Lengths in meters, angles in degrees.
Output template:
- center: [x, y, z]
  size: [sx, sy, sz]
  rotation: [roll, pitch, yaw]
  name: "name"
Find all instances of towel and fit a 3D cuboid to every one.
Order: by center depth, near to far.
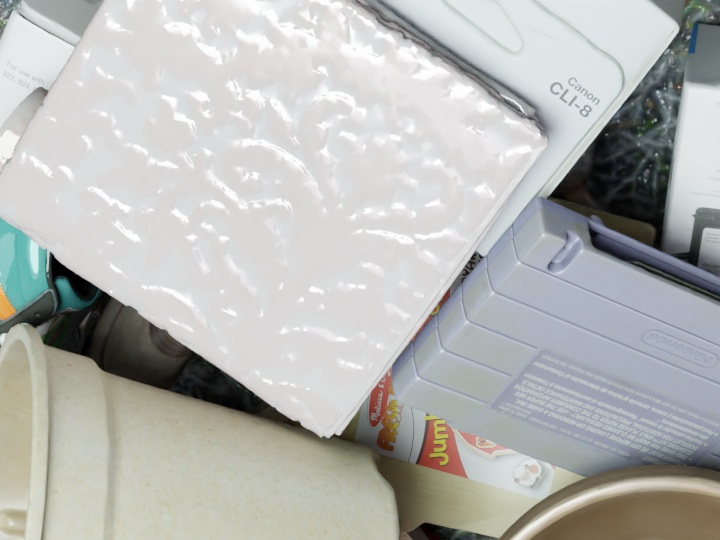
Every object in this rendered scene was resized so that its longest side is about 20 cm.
- center: [-0.045, -0.046, 0.877]
  size: [0.199, 0.032, 0.191]
  rotation: [35, 115, -3]
  name: "towel"

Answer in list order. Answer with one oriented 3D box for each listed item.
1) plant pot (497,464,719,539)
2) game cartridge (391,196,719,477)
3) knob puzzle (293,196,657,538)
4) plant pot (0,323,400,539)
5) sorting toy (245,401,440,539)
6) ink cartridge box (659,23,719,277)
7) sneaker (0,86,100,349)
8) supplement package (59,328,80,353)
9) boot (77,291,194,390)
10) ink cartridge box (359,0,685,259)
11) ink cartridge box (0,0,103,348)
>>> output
- center: [0.145, 0.184, 0.958]
  size: [0.199, 0.093, 0.202]
  rotation: [1, 101, 4]
  name: "plant pot"
- center: [0.128, 0.047, 0.929]
  size: [0.199, 0.039, 0.130]
  rotation: [22, 132, -24]
  name: "game cartridge"
- center: [0.041, 0.039, 1.030]
  size: [0.218, 0.030, 0.221]
  rotation: [2, 97, 16]
  name: "knob puzzle"
- center: [-0.087, 0.137, 0.927]
  size: [0.182, 0.201, 0.202]
  rotation: [8, 115, -19]
  name: "plant pot"
- center: [-0.047, 0.180, 1.158]
  size: [0.199, 0.070, 0.199]
  rotation: [-32, 101, 21]
  name: "sorting toy"
- center: [0.188, -0.012, 1.005]
  size: [0.067, 0.116, 0.201]
  rotation: [8, 113, 9]
  name: "ink cartridge box"
- center: [-0.177, 0.012, 0.963]
  size: [0.080, 0.071, 0.200]
  rotation: [35, 112, 1]
  name: "sneaker"
- center: [-0.236, 0.106, 1.101]
  size: [0.113, 0.200, 0.110]
  rotation: [-4, 110, 15]
  name: "supplement package"
- center: [-0.092, -0.014, 1.080]
  size: [0.070, 0.201, 0.146]
  rotation: [39, 150, -14]
  name: "boot"
- center: [0.062, -0.130, 0.942]
  size: [0.145, 0.200, 0.145]
  rotation: [37, 114, -2]
  name: "ink cartridge box"
- center: [-0.161, -0.055, 1.052]
  size: [0.084, 0.146, 0.201]
  rotation: [28, 115, 1]
  name: "ink cartridge box"
